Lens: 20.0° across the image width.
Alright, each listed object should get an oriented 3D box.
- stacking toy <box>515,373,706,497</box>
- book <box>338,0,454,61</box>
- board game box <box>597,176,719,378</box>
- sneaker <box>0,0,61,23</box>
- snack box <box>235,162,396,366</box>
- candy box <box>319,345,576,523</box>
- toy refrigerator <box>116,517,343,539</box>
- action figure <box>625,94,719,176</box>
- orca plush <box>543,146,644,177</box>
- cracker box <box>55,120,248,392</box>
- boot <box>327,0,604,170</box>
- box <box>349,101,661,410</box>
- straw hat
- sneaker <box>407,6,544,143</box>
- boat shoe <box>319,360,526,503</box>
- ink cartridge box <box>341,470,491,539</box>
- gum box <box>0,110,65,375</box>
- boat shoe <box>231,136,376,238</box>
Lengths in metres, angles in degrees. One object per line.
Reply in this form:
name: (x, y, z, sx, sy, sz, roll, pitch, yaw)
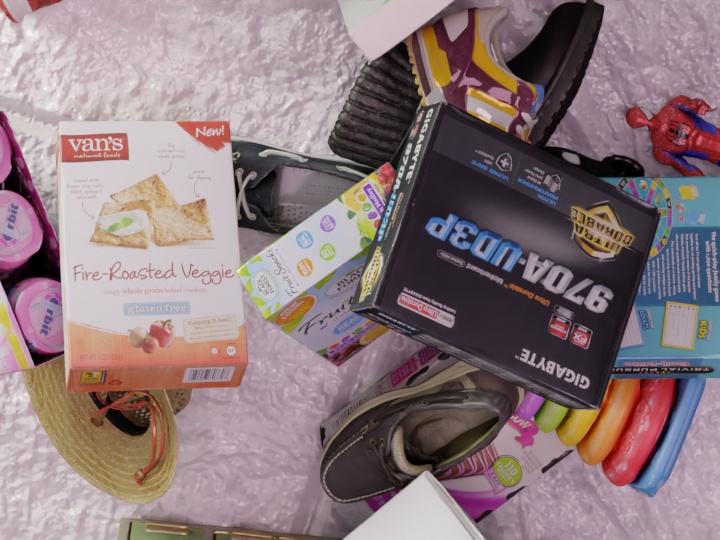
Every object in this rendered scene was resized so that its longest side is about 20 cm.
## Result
stacking toy: (0.161, 0.091, 1.603, 0.198, 0.116, 0.111, 24, 87, -4)
book: (0.047, -0.218, 1.522, 0.133, 0.200, 0.048, -37, 104, 5)
board game box: (0.225, 0.005, 1.565, 0.198, 0.047, 0.152, 0, 68, 3)
sneaker: (-0.259, -0.302, 1.559, 0.115, 0.078, 0.201, -24, 116, -6)
snack box: (0.000, 0.000, 1.577, 0.142, 0.200, 0.053, -36, 71, 4)
candy box: (0.084, 0.128, 1.681, 0.199, 0.061, 0.137, -38, 103, 5)
toy refrigerator: (-0.106, 0.254, 1.694, 0.198, 0.076, 0.071, 6, 104, -4)
action figure: (0.308, -0.090, 1.626, 0.198, 0.099, 0.066, 18, 101, -5)
orca plush: (0.208, -0.020, 1.647, 0.105, 0.071, 0.201, -33, 103, 5)
cracker box: (-0.159, -0.013, 1.537, 0.132, 0.058, 0.202, -2, 67, -12)
boot: (0.084, -0.151, 1.605, 0.157, 0.079, 0.212, 31, 84, 6)
box: (0.107, -0.009, 1.472, 0.199, 0.046, 0.160, 25, 76, -21)
straw hat: (-0.182, 0.084, 1.636, 0.085, 0.200, 0.203, -26, 108, -39)
sneaker: (0.103, -0.098, 1.529, 0.089, 0.075, 0.202, -19, 94, 8)
boat shoe: (0.040, 0.131, 1.586, 0.200, 0.066, 0.072, -31, 103, 29)
ink cartridge box: (0.050, 0.261, 1.614, 0.146, 0.084, 0.200, -40, 148, -2)
gum box: (-0.293, -0.022, 1.579, 0.066, 0.113, 0.202, -27, 100, -38)
boat shoe: (-0.070, -0.065, 1.625, 0.198, 0.060, 0.076, -1, 104, -3)
